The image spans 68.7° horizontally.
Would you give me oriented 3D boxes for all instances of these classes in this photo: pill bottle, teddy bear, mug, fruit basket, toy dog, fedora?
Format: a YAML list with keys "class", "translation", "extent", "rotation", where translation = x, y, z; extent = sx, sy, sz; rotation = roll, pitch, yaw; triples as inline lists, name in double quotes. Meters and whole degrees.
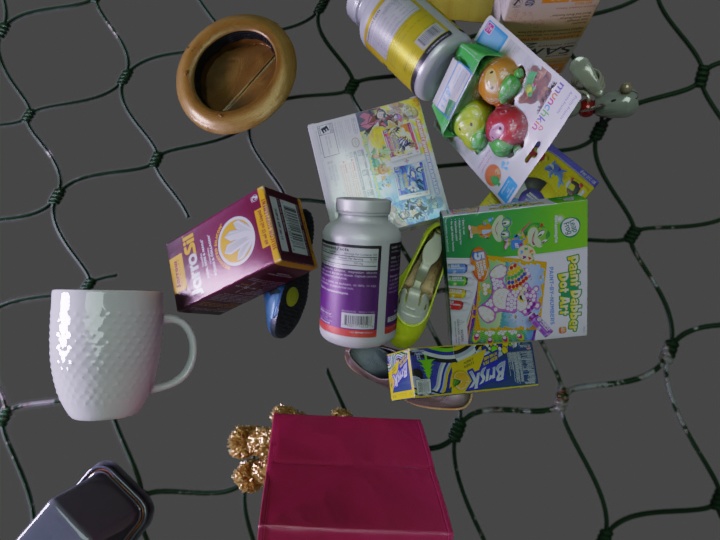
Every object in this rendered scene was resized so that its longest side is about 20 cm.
- class: "pill bottle"
  translation: [0.070, -0.367, 0.815]
  extent: [0.112, 0.112, 0.200]
  rotation: [-39, 71, -3]
- class: "teddy bear"
  translation: [-0.096, 0.263, 0.758]
  extent: [0.198, 0.067, 0.146]
  rotation: [6, 84, 5]
- class: "mug"
  translation: [-0.340, 0.118, 0.768]
  extent: [0.199, 0.147, 0.177]
  rotation: [2, 86, -27]
- class: "pill bottle"
  translation: [0.000, 0.000, 0.744]
  extent: [0.111, 0.112, 0.202]
  rotation: [4, 101, 4]
- class: "fruit basket"
  translation: [0.188, -0.222, 0.743]
  extent: [0.093, 0.186, 0.201]
  rotation: [-5, 52, -29]
- class: "toy dog"
  translation: [0.303, -0.267, 0.782]
  extent: [0.198, 0.097, 0.133]
  rotation: [-18, 57, 0]
- class: "fedora"
  translation: [-0.189, -0.302, 0.842]
  extent: [0.199, 0.082, 0.203]
  rotation: [-1, 85, 8]

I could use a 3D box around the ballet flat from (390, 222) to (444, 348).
- class: "ballet flat"
  translation: [0.088, 0.018, 0.784]
  extent: [0.066, 0.067, 0.201]
  rotation: [22, 84, 6]

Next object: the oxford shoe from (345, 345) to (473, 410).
- class: "oxford shoe"
  translation: [0.068, 0.154, 0.762]
  extent: [0.198, 0.073, 0.072]
  rotation: [18, 82, 6]

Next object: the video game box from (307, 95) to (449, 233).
- class: "video game box"
  translation: [0.028, -0.152, 0.825]
  extent: [0.181, 0.047, 0.202]
  rotation: [-14, 81, 4]

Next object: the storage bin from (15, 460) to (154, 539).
- class: "storage bin"
  translation: [-0.404, 0.391, 0.723]
  extent: [0.145, 0.134, 0.200]
  rotation: [40, 86, 8]

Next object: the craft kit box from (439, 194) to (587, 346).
- class: "craft kit box"
  translation: [0.218, 0.005, 0.751]
  extent: [0.196, 0.049, 0.202]
  rotation: [-8, 107, 1]

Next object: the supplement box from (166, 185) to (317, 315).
- class: "supplement box"
  translation: [-0.173, -0.021, 0.752]
  extent: [0.199, 0.085, 0.111]
  rotation: [-24, 72, 26]

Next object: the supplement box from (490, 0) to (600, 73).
- class: "supplement box"
  translation: [0.259, -0.371, 0.766]
  extent: [0.125, 0.200, 0.074]
  rotation: [-2, 78, 4]

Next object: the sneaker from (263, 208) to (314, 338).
- class: "sneaker"
  translation: [-0.124, 0.000, 0.809]
  extent: [0.078, 0.066, 0.202]
  rotation: [5, 86, 28]

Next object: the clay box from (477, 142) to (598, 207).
- class: "clay box"
  translation: [0.249, -0.091, 0.801]
  extent: [0.115, 0.048, 0.200]
  rotation: [41, 85, 8]

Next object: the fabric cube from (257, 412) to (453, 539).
- class: "fabric cube"
  translation: [-0.020, 0.312, 0.638]
  extent: [0.198, 0.200, 0.198]
  rotation: [4, 110, -6]

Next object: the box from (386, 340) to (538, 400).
- class: "box"
  translation: [0.140, 0.136, 0.720]
  extent: [0.198, 0.070, 0.065]
  rotation: [1, 74, -24]

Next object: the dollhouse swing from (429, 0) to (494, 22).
- class: "dollhouse swing"
  translation: [0.195, -0.530, 0.878]
  extent: [0.198, 0.177, 0.182]
  rotation: [6, 40, 5]
